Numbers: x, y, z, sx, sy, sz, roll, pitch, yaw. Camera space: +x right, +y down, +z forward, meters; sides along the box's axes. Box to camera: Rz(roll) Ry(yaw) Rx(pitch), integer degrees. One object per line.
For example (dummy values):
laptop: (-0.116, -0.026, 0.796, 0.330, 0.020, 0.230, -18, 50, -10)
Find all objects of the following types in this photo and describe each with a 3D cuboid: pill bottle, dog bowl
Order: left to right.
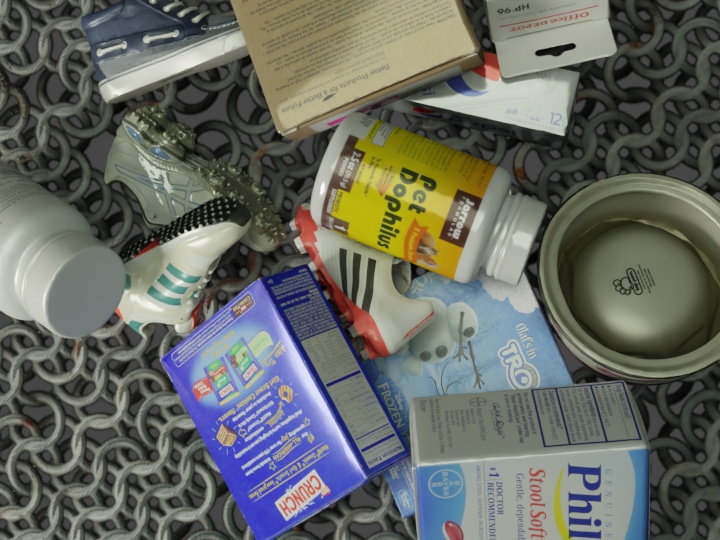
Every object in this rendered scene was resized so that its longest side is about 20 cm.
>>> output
pill bottle: (-0.313, -0.020, 1.329, 0.199, 0.114, 0.115, 30, 88, 36)
pill bottle: (0.062, -0.059, 1.284, 0.198, 0.109, 0.110, 21, 87, 7)
dog bowl: (0.256, 0.016, 1.299, 0.198, 0.074, 0.202, 0, 66, 0)

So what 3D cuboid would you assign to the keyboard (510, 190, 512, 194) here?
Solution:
keyboard: (0.130, 0.010, 1.373, 0.056, 0.011, 0.202, -7, 84, 1)

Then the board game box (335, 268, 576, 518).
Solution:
board game box: (0.091, 0.100, 1.341, 0.197, 0.043, 0.202, -25, 81, 7)

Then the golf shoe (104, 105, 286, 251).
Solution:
golf shoe: (-0.163, -0.069, 1.394, 0.200, 0.078, 0.098, 39, 112, 10)

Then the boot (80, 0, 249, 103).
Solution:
boot: (-0.175, -0.239, 1.397, 0.198, 0.073, 0.091, -19, 91, 5)

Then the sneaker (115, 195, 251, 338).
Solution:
sneaker: (-0.162, 0.003, 1.349, 0.199, 0.070, 0.094, -25, 107, 34)

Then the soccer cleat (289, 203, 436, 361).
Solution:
soccer cleat: (0.000, 0.000, 1.331, 0.085, 0.069, 0.201, -27, 46, -7)

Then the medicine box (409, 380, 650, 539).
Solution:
medicine box: (0.147, 0.207, 1.256, 0.198, 0.103, 0.184, -4, 118, 2)

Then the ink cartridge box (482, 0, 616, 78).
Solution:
ink cartridge box: (0.165, -0.288, 1.332, 0.115, 0.068, 0.202, -12, 61, 5)

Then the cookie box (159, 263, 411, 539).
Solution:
cookie box: (-0.071, 0.125, 1.309, 0.171, 0.075, 0.201, -36, 79, 40)

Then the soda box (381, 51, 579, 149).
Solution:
soda box: (0.106, -0.173, 1.363, 0.198, 0.068, 0.064, 14, 86, 9)

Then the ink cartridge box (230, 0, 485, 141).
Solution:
ink cartridge box: (-0.005, -0.231, 1.308, 0.198, 0.075, 0.166, -21, 85, 9)
